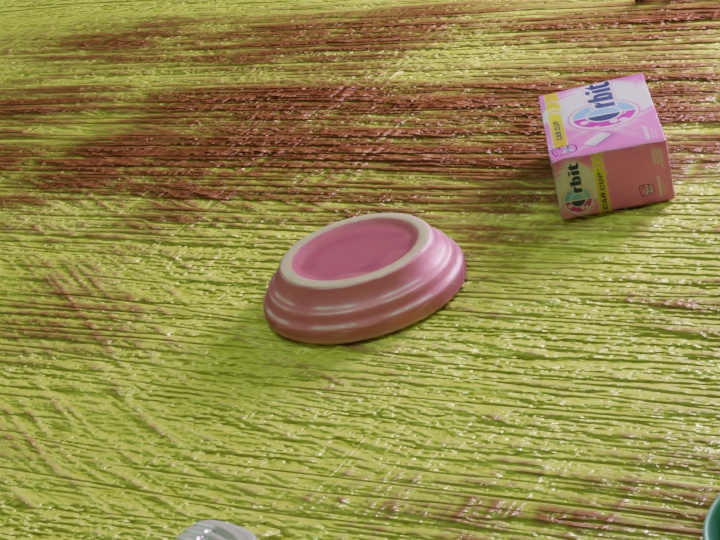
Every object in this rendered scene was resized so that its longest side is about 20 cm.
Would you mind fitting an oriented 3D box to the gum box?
[{"bbox_3d":[0.247,-0.131,1.858,0.113,0.066,0.200,-11,25,6],"label":"gum box"}]

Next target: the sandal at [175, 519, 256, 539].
[{"bbox_3d":[-0.133,0.245,1.333,0.082,0.050,0.203,15,23,24],"label":"sandal"}]

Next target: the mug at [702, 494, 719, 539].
[{"bbox_3d":[0.281,0.204,1.097,0.152,0.115,0.185,9,35,41],"label":"mug"}]

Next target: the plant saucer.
[{"bbox_3d":[0.000,0.000,1.752,0.200,0.051,0.201,-12,25,6],"label":"plant saucer"}]

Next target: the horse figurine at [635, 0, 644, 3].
[{"bbox_3d":[0.439,-0.377,2.268,0.199,0.050,0.132,-6,14,33],"label":"horse figurine"}]
